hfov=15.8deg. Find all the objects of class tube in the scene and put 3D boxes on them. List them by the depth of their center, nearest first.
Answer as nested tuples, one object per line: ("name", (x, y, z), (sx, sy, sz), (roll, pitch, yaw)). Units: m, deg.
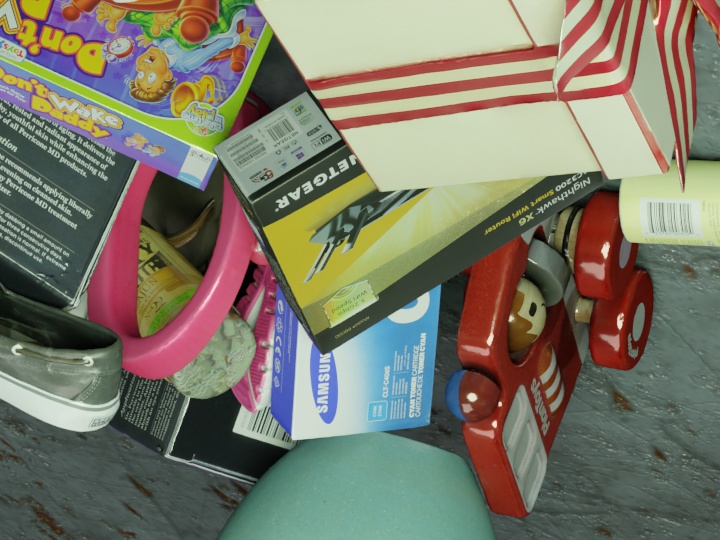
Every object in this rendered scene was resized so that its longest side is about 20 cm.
("tube", (0.252, -0.037, 1.501), (0.199, 0.052, 0.058), (3, -172, 24))

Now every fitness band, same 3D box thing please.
("fitness band", (-0.109, -0.029, 1.566), (0.143, 0.201, 0.037), (-29, 135, 33))

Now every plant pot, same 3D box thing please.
("plant pot", (0.006, 0.172, 1.632), (0.199, 0.135, 0.200), (15, 173, 2))

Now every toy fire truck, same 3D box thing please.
("toy fire truck", (0.102, 0.041, 1.602), (0.112, 0.168, 0.200), (10, 150, 20))

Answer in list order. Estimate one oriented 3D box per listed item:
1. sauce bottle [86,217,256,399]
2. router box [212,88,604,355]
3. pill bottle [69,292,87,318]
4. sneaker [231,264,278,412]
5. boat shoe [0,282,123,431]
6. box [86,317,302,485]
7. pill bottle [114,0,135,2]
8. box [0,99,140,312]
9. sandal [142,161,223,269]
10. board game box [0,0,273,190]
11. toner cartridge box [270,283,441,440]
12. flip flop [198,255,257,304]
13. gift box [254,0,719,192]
("sauce bottle", (-0.144, 0.005, 1.656), (0.200, 0.065, 0.065), (41, 168, 41))
("router box", (0.031, -0.059, 1.467), (0.052, 0.200, 0.157), (54, 173, 37))
("pill bottle", (-0.295, 0.008, 1.875), (0.199, 0.116, 0.116), (25, 152, -7))
("sneaker", (-0.022, -0.006, 1.634), (0.088, 0.201, 0.081), (6, -162, -27))
("boat shoe", (-0.226, 0.027, 1.511), (0.199, 0.069, 0.057), (24, 118, 10))
("box", (-0.093, 0.078, 1.770), (0.148, 0.105, 0.200), (19, 179, -27))
("pill bottle", (-0.164, -0.242, 1.359), (0.111, 0.111, 0.200), (-12, 137, 46))
("box", (-0.232, -0.067, 1.616), (0.124, 0.197, 0.200), (36, 149, -22))
("sandal", (-0.120, -0.046, 1.701), (0.082, 0.055, 0.200), (50, 148, -1))
("board game box", (-0.152, -0.149, 1.487), (0.199, 0.135, 0.045), (24, 152, -5))
("toner cartridge box", (0.000, 0.000, 1.573), (0.095, 0.201, 0.043), (-5, -158, -21))
("flip flop", (-0.044, -0.005, 1.744), (0.200, 0.057, 0.081), (12, 121, 47))
("gift box", (0.077, -0.137, 1.277), (0.186, 0.201, 0.185), (-6, 147, 26))
